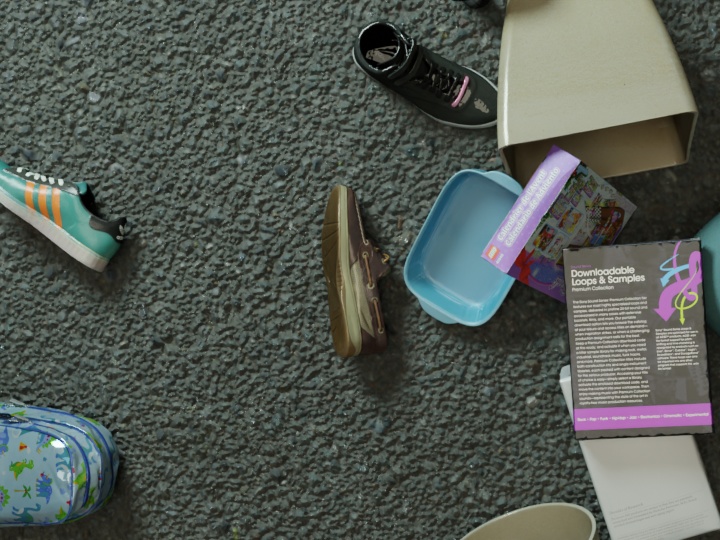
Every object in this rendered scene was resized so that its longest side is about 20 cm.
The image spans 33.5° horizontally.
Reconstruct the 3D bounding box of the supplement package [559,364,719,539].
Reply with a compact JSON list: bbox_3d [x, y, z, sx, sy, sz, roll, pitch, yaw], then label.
[{"bbox_3d":[0.306,0.190,1.317,0.119,0.121,0.202,-19,89,11],"label":"supplement package"}]

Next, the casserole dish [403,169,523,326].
[{"bbox_3d":[0.129,-0.029,1.357,0.121,0.039,0.201,31,120,8],"label":"casserole dish"}]

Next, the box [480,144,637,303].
[{"bbox_3d":[0.218,-0.043,1.289,0.039,0.200,0.137,36,97,31],"label":"box"}]

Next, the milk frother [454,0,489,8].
[{"bbox_3d":[0.136,-0.388,1.292,0.180,0.200,0.189,-40,84,10],"label":"milk frother"}]

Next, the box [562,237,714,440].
[{"bbox_3d":[0.286,0.071,1.239,0.142,0.036,0.202,-4,91,11],"label":"box"}]

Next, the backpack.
[{"bbox_3d":[-0.394,0.241,1.451,0.198,0.154,0.165,5,86,-2],"label":"backpack"}]

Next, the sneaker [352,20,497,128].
[{"bbox_3d":[0.074,-0.220,1.360,0.199,0.099,0.071,28,95,7],"label":"sneaker"}]

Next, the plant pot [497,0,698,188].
[{"bbox_3d":[0.241,-0.207,1.291,0.198,0.200,0.179,-10,78,10],"label":"plant pot"}]

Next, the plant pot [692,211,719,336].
[{"bbox_3d":[0.424,0.004,1.271,0.134,0.199,0.202,-2,92,41],"label":"plant pot"}]

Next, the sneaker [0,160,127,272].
[{"bbox_3d":[-0.373,-0.087,1.466,0.199,0.071,0.080,36,93,2],"label":"sneaker"}]

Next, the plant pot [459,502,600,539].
[{"bbox_3d":[0.206,0.394,1.328,0.186,0.187,0.201,-21,102,10],"label":"plant pot"}]

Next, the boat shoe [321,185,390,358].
[{"bbox_3d":[0.000,0.000,1.404,0.071,0.072,0.202,-3,80,-19],"label":"boat shoe"}]
